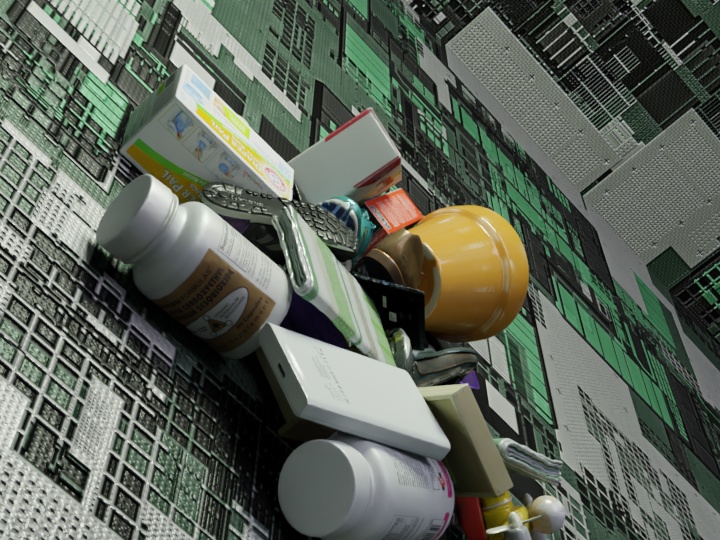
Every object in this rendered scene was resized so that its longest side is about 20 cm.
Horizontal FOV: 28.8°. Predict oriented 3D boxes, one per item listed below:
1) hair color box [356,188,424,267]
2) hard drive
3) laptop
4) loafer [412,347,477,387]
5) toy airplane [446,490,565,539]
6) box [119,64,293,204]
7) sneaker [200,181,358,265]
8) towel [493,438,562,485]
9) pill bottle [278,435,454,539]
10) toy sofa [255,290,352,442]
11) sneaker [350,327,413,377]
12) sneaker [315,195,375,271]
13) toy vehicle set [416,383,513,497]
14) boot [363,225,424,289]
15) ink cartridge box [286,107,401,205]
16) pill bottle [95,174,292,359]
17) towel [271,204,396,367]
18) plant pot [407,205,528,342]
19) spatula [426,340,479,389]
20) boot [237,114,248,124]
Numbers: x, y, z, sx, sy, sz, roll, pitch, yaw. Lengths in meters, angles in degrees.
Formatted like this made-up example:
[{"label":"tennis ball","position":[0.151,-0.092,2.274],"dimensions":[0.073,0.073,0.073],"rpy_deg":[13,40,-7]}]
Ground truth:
[{"label":"hair color box","position":[0.016,-0.058,2.042],"dimensions":[0.061,0.101,0.200],"rpy_deg":[51,20,4]},{"label":"hard drive","position":[-0.006,0.128,1.476],"dimensions":[0.199,0.026,0.132],"rpy_deg":[22,24,-37]},{"label":"laptop","position":[0.000,0.000,1.773],"dimensions":[0.197,0.104,0.178],"rpy_deg":[15,-23,10]},{"label":"loafer","position":[0.104,0.145,1.952],"dimensions":[0.199,0.071,0.064],"rpy_deg":[4,69,-56]},{"label":"toy airplane","position":[0.188,0.328,1.665],"dimensions":[0.199,0.140,0.201],"rpy_deg":[50,10,-34]},{"label":"box","position":[-0.183,-0.133,1.716],"dimensions":[0.200,0.101,0.113],"rpy_deg":[43,20,-22]},{"label":"sneaker","position":[-0.103,-0.036,1.670],"dimensions":[0.197,0.088,0.076],"rpy_deg":[16,28,-10]},{"label":"towel","position":[0.136,0.211,1.730],"dimensions":[0.198,0.031,0.149],"rpy_deg":[13,-13,42]},{"label":"pill bottle","position":[0.007,0.233,1.468],"dimensions":[0.199,0.113,0.114],"rpy_deg":[21,35,-57]},{"label":"toy sofa","position":[-0.071,0.087,1.582],"dimensions":[0.083,0.097,0.201],"rpy_deg":[23,34,-54]},{"label":"sneaker","position":[0.039,0.121,1.723],"dimensions":[0.085,0.074,0.200],"rpy_deg":[50,-6,-10]},{"label":"sneaker","position":[-0.021,-0.055,1.852],"dimensions":[0.077,0.080,0.200],"rpy_deg":[42,-16,11]},{"label":"toy vehicle set","position":[0.083,0.195,1.594],"dimensions":[0.026,0.199,0.126],"rpy_deg":[-27,97,-30]},{"label":"boot","position":[0.060,0.021,1.819],"dimensions":[0.073,0.076,0.201],"rpy_deg":[31,-24,27]},{"label":"ink cartridge box","position":[-0.020,-0.133,1.939],"dimensions":[0.084,0.144,0.200],"rpy_deg":[55,-1,5]},{"label":"pill bottle","position":[-0.176,-0.006,1.481],"dimensions":[0.200,0.114,0.115],"rpy_deg":[41,21,-28]},{"label":"towel","position":[-0.027,0.033,1.590],"dimensions":[0.200,0.030,0.150],"rpy_deg":[49,15,-39]},{"label":"plant pot","position":[0.114,0.008,2.026],"dimensions":[0.182,0.200,0.201],"rpy_deg":[-5,57,-54]},{"label":"spatula","position":[0.102,0.117,2.042],"dimensions":[0.199,0.020,0.057],"rpy_deg":[36,26,-37]},{"label":"boot","position":[-0.184,-0.175,1.852],"dimensions":[0.108,0.075,0.200],"rpy_deg":[59,11,30]}]
